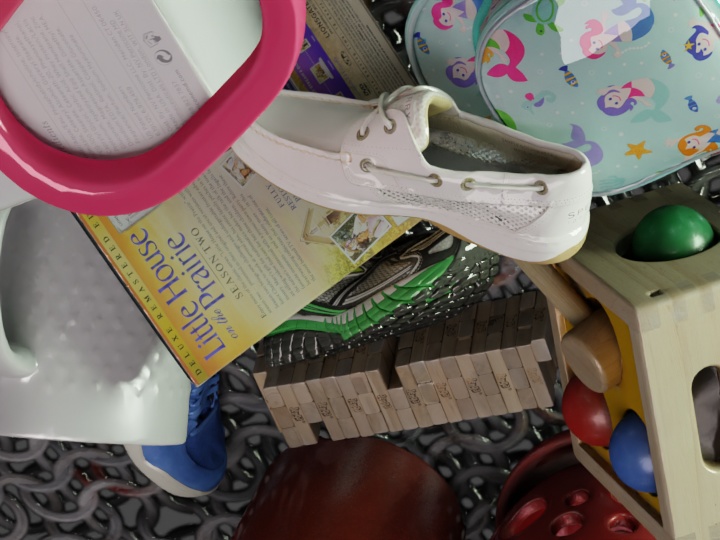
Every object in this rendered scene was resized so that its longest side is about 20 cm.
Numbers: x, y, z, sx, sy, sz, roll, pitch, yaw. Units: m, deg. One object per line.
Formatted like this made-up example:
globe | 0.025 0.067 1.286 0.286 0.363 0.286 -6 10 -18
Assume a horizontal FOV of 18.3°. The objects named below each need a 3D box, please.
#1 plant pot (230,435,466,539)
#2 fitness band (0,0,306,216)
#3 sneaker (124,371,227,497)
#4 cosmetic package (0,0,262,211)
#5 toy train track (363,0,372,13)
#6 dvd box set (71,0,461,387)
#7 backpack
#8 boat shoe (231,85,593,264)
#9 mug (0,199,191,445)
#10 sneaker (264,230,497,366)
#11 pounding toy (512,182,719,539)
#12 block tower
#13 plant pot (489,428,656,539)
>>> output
plant pot | -0.019 0.226 1.469 0.199 0.196 0.202 9 130 11
fitness band | -0.115 -0.109 1.086 0.143 0.038 0.200 35 125 -21
sneaker | -0.106 0.062 1.439 0.110 0.077 0.201 -9 120 27
cosmetic package | -0.165 -0.146 1.211 0.199 0.200 0.123 -20 122 21
toy train track | 0.006 -0.212 1.237 0.114 0.033 0.201 12 127 2
dvd box set | -0.054 -0.053 1.239 0.199 0.029 0.147 -37 101 -8
backpack | 0.127 -0.132 1.216 0.199 0.151 0.178 -21 122 29
boat shoe | 0.029 -0.068 1.176 0.198 0.071 0.070 15 134 8
mug | -0.177 0.007 1.290 0.146 0.200 0.177 4 88 18
sneaker | 0.000 0.000 1.330 0.199 0.078 0.086 -17 86 47
pounding toy | 0.158 0.036 1.302 0.141 0.184 0.202 -17 112 -12
block tower | 0.033 0.065 1.435 0.198 0.054 0.058 -11 125 18
plant pot | 0.169 0.214 1.437 0.199 0.183 0.202 7 124 10
